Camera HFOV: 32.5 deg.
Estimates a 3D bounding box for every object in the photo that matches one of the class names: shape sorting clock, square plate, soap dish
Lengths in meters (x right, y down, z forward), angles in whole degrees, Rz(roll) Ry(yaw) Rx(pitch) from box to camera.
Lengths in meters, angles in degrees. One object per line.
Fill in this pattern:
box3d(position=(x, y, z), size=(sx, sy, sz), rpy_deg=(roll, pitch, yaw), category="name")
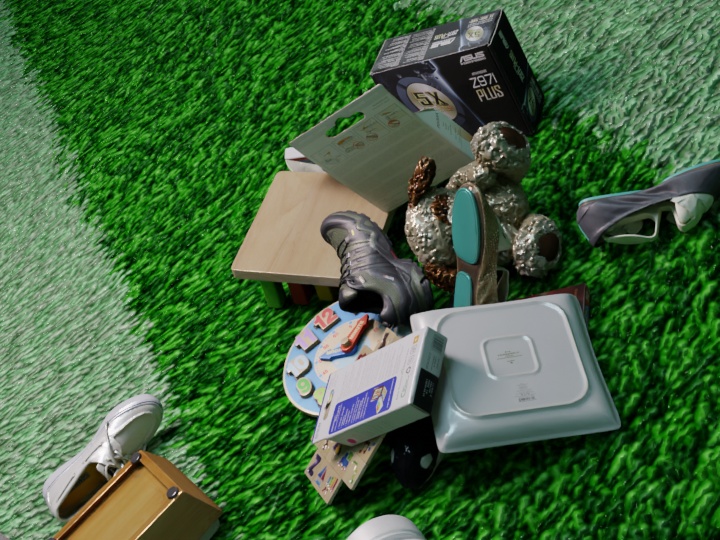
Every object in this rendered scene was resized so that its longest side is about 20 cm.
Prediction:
box3d(position=(-0.012, 0.103, 1.574), size=(0.198, 0.039, 0.201), rpy_deg=(-23, 36, 17), category="shape sorting clock")
box3d(position=(0.165, 0.102, 1.352), size=(0.197, 0.029, 0.200), rpy_deg=(-7, 45, -3), category="square plate")
box3d(position=(-0.281, 0.322, 1.496), size=(0.200, 0.082, 0.157), rpy_deg=(-45, 36, -14), category="soap dish")

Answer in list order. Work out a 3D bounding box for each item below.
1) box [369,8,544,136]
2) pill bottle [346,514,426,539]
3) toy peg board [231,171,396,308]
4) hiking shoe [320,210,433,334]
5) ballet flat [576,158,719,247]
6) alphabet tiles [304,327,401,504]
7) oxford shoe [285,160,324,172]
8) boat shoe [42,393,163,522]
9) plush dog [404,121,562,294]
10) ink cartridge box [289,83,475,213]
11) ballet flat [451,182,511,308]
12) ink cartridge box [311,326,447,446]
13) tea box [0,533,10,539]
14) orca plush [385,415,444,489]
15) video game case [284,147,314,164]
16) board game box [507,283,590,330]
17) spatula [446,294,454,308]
box3d(position=(0.141, -0.266, 1.778), size=(0.198, 0.165, 0.087), rpy_deg=(-8, 41, 32), category="box")
box3d(position=(0.055, 0.332, 1.179), size=(0.113, 0.114, 0.200), rpy_deg=(-36, 35, -4), category="pill bottle")
box3d(position=(-0.049, -0.034, 1.742), size=(0.196, 0.099, 0.202), rpy_deg=(4, 48, 21), category="toy peg board")
box3d(position=(0.000, 0.000, 1.571), size=(0.100, 0.076, 0.200), rpy_deg=(-34, 54, -23), category="hiking shoe")
box3d(position=(0.356, -0.071, 1.463), size=(0.197, 0.074, 0.074), rpy_deg=(-16, 38, 15), category="ballet flat")
box3d(position=(-0.001, 0.167, 1.434), size=(0.202, 0.006, 0.166), rpy_deg=(-60, 21, 1), category="alphabet tiles")
box3d(position=(-0.060, -0.173, 1.928), size=(0.075, 0.058, 0.199), rpy_deg=(-45, 34, -11), category="oxford shoe")
box3d(position=(-0.332, 0.254, 1.626), size=(0.201, 0.075, 0.086), rpy_deg=(-41, 34, -6), category="boat shoe")
box3d(position=(0.132, -0.065, 1.546), size=(0.170, 0.203, 0.160), rpy_deg=(-16, -4, -24), category="plush dog")
box3d(position=(0.028, -0.166, 1.598), size=(0.161, 0.199, 0.051), rpy_deg=(-28, 45, 31), category="ink cartridge box")
box3d(position=(0.145, -0.010, 1.460), size=(0.064, 0.203, 0.070), rpy_deg=(-11, 26, -24), category="ballet flat")
box3d(position=(0.018, 0.136, 1.374), size=(0.199, 0.037, 0.096), rpy_deg=(-28, 39, 49), category="ink cartridge box")
box3d(position=(-0.438, 0.440, 1.424), size=(0.197, 0.134, 0.200), rpy_deg=(-46, 36, -7), category="tea box")
box3d(position=(0.080, 0.142, 1.396), size=(0.104, 0.071, 0.201), rpy_deg=(23, 64, 25), category="orca plush")
box3d(position=(0.013, -0.156, 1.737), size=(0.142, 0.198, 0.018), rpy_deg=(0, 86, 51), category="video game case")
box3d(position=(0.208, 0.101, 1.411), size=(0.102, 0.020, 0.202), rpy_deg=(-14, 40, 25), category="board game box")
box3d(position=(0.101, 0.091, 1.509), size=(0.056, 0.021, 0.201), rpy_deg=(-3, 44, 28), category="spatula")
